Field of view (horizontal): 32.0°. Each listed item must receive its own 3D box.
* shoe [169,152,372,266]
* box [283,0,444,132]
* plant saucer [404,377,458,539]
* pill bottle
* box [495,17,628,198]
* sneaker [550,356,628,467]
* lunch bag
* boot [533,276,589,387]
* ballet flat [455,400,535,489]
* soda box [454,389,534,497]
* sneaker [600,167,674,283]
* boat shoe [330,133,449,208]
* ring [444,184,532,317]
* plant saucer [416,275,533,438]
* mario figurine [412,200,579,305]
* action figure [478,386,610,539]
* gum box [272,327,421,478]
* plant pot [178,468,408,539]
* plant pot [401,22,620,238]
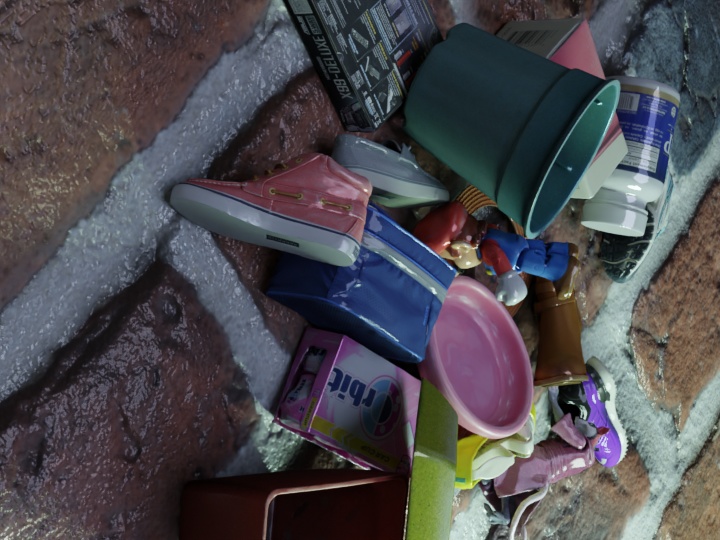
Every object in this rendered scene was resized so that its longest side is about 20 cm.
[{"bbox_3d":[-0.087,-0.076,1.272,0.197,0.072,0.092,16,71,-1],"label":"shoe"},{"bbox_3d":[0.006,-0.282,1.401,0.158,0.049,0.201,-49,127,-30],"label":"box"},{"bbox_3d":[0.077,0.246,1.368,0.200,0.047,0.203,-71,166,-73],"label":"plant saucer"},{"bbox_3d":[0.366,-0.156,1.736,0.119,0.119,0.203,15,86,-45],"label":"pill bottle"},{"bbox_3d":[0.240,-0.205,1.594,0.109,0.127,0.202,-47,126,-31],"label":"box"},{"bbox_3d":[0.315,0.217,1.781,0.099,0.070,0.202,-31,129,-15],"label":"sneaker"},{"bbox_3d":[0.000,0.000,1.375,0.199,0.135,0.134,35,71,-41],"label":"lunch bag"},{"bbox_3d":[0.255,0.067,1.653,0.200,0.072,0.157,-40,124,-80],"label":"boot"},{"bbox_3d":[0.172,0.216,1.539,0.199,0.066,0.068,-25,116,-41],"label":"ballet flat"},{"bbox_3d":[0.138,0.192,1.594,0.200,0.063,0.071,-47,126,-29],"label":"soda box"},{"bbox_3d":[0.418,-0.066,1.833,0.086,0.077,0.202,38,69,-45],"label":"sneaker"},{"bbox_3d":[0.038,-0.116,1.442,0.200,0.069,0.073,10,77,-52],"label":"boat shoe"},{"bbox_3d":[0.159,-0.018,1.617,0.199,0.019,0.204,-7,100,-44],"label":"ring"},{"bbox_3d":[0.131,0.108,1.515,0.199,0.050,0.203,28,49,-38],"label":"plant saucer"},{"bbox_3d":[0.155,-0.011,1.498,0.124,0.197,0.108,94,13,-80],"label":"mario figurine"},{"bbox_3d":[0.247,0.249,1.649,0.197,0.149,0.135,-19,131,-13],"label":"action figure"},{"bbox_3d":[-0.006,0.154,1.439,0.199,0.066,0.115,34,71,-43],"label":"gum box"},{"bbox_3d":[-0.087,0.298,1.301,0.198,0.175,0.203,3,95,-45],"label":"plant pot"},{"bbox_3d":[0.165,-0.175,1.444,0.201,0.195,0.201,-49,161,-23],"label":"plant pot"}]
